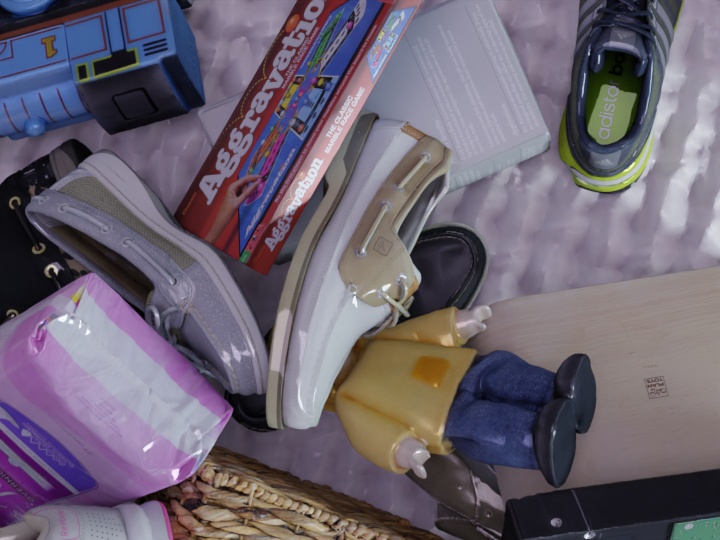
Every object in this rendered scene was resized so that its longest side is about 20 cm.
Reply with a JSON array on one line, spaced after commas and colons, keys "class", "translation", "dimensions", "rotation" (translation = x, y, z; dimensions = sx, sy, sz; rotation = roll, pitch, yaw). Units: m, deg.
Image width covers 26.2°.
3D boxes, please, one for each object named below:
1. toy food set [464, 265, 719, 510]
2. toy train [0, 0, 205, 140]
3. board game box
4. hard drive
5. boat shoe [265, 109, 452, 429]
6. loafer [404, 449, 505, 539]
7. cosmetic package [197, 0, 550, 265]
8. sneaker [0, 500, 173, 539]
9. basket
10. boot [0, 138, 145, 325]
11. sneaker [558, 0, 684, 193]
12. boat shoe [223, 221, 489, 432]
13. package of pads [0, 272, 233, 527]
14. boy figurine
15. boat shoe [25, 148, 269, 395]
[{"class": "toy food set", "translation": [0.174, 0.082, 0.947], "dimensions": [0.200, 0.060, 0.144], "rotation": [-9, 69, -7]}, {"class": "toy train", "translation": [-0.197, -0.139, 0.989], "dimensions": [0.200, 0.087, 0.114], "rotation": [-15, 62, 4]}, {"class": "board game box", "translation": [-0.035, -0.100, 0.903], "dimensions": [0.019, 0.103, 0.200], "rotation": [31, 88, -34]}, {"class": "hard drive", "translation": [0.177, 0.175, 0.899], "dimensions": [0.200, 0.038, 0.140], "rotation": [-6, 131, -9]}, {"class": "boat shoe", "translation": [0.000, 0.000, 0.875], "dimensions": [0.068, 0.075, 0.200], "rotation": [15, 68, 6]}, {"class": "loafer", "translation": [0.087, 0.141, 0.978], "dimensions": [0.200, 0.075, 0.070], "rotation": [45, 122, 6]}, {"class": "cosmetic package", "translation": [0.010, -0.088, 0.981], "dimensions": [0.200, 0.090, 0.107], "rotation": [-22, 85, 7]}, {"class": "sneaker", "translation": [-0.193, 0.189, 0.857], "dimensions": [0.200, 0.088, 0.081], "rotation": [-49, 39, 21]}, {"class": "basket", "translation": [-0.052, 0.202, 0.935], "dimensions": [0.200, 0.143, 0.149], "rotation": [23, 88, -17]}, {"class": "boot", "translation": [-0.215, 0.033, 1.005], "dimensions": [0.154, 0.073, 0.204], "rotation": [-20, 80, 7]}, {"class": "sneaker", "translation": [0.168, -0.150, 0.969], "dimensions": [0.074, 0.081, 0.200], "rotation": [5, 88, 5]}, {"class": "boat shoe", "translation": [-0.004, 0.036, 0.985], "dimensions": [0.199, 0.066, 0.075], "rotation": [-30, 86, 4]}, {"class": "package of pads", "translation": [-0.177, 0.083, 0.899], "dimensions": [0.121, 0.200, 0.076], "rotation": [48, 50, -14]}, {"class": "boy figurine", "translation": [0.036, 0.064, 0.905], "dimensions": [0.200, 0.064, 0.124], "rotation": [13, 52, 26]}, {"class": "boat shoe", "translation": [-0.122, 0.008, 0.911], "dimensions": [0.065, 0.074, 0.202], "rotation": [-33, 60, -18]}]
